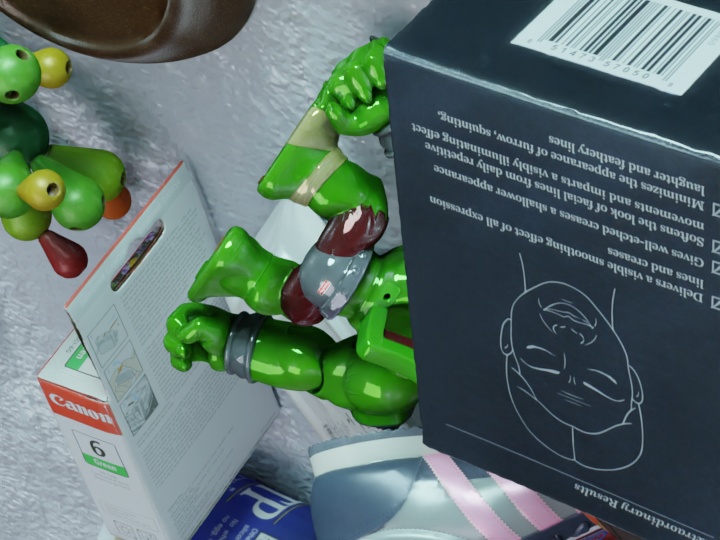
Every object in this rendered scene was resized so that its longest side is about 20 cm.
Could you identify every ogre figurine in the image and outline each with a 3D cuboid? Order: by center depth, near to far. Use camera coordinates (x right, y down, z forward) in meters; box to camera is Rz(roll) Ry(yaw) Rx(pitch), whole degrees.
[{"bbox_3d":[0.000,0.000,0.973,0.120,0.098,0.200,34,108,-4],"label":"ogre figurine"}]

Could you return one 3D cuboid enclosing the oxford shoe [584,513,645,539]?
[{"bbox_3d":[0.130,0.089,0.895,0.200,0.071,0.073,44,-178,27],"label":"oxford shoe"}]

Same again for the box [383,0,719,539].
[{"bbox_3d":[0.104,-0.009,0.821,0.148,0.107,0.200,21,137,28],"label":"box"}]

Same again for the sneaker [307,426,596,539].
[{"bbox_3d":[0.076,0.109,0.987,0.199,0.082,0.070,-6,168,15],"label":"sneaker"}]

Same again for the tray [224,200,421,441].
[{"bbox_3d":[0.002,0.065,1.074,0.200,0.022,0.107,53,146,9],"label":"tray"}]

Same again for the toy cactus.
[{"bbox_3d":[-0.189,-0.073,1.075,0.165,0.102,0.200,48,173,12],"label":"toy cactus"}]

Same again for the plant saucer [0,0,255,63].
[{"bbox_3d":[-0.136,-0.161,0.963,0.200,0.032,0.200,25,148,17],"label":"plant saucer"}]

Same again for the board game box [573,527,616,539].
[{"bbox_3d":[0.169,0.145,1.022,0.200,0.019,0.103,-31,111,35],"label":"board game box"}]

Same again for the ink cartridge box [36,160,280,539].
[{"bbox_3d":[-0.110,0.044,1.136,0.050,0.109,0.200,16,144,29],"label":"ink cartridge box"}]

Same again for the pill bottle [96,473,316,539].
[{"bbox_3d":[-0.046,0.192,1.264,0.199,0.120,0.120,23,147,21],"label":"pill bottle"}]
